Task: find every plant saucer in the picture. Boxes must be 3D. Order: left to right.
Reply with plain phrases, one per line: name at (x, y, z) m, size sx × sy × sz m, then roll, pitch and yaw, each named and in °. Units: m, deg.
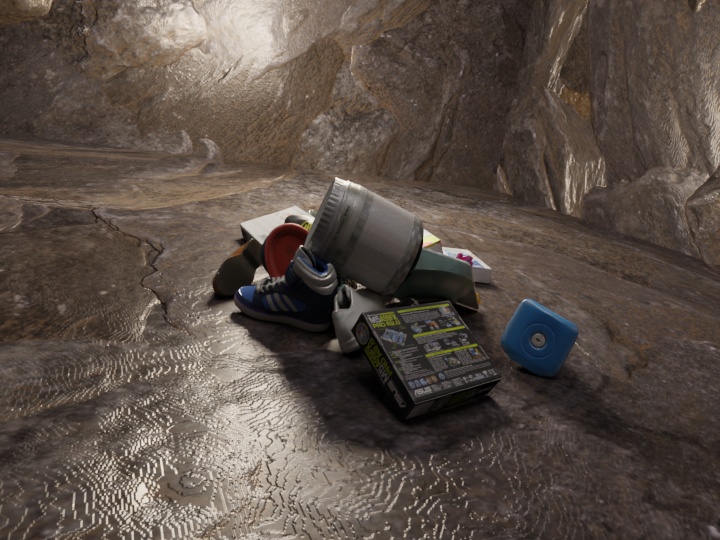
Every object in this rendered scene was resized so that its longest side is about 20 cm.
plant saucer at (0.141, 0.046, 1.133) m, size 0.194 × 0.040 × 0.202 m, roll 5°, pitch -18°, yaw 2°

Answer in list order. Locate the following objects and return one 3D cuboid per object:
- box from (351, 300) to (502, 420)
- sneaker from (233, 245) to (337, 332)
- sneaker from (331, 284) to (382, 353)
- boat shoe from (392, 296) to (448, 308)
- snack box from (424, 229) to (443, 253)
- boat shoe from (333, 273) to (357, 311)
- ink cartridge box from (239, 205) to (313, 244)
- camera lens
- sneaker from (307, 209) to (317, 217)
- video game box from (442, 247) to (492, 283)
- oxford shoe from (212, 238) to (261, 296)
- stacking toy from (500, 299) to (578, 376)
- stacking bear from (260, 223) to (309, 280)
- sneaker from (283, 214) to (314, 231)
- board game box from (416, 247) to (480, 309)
box at (0.103, 0.129, 0.825) m, size 0.196 × 0.045 × 0.162 m, roll -4°, pitch 48°, yaw -39°
sneaker at (-0.133, 0.016, 0.969) m, size 0.194 × 0.151 × 0.081 m, roll 15°, pitch 25°, yaw 12°
sneaker at (-0.012, 0.058, 0.965) m, size 0.074 × 0.090 × 0.201 m, roll -25°, pitch 16°, yaw 15°
boat shoe at (0.095, 0.084, 1.037) m, size 0.195 × 0.067 × 0.072 m, roll -3°, pitch 22°, yaw -34°
snack box at (0.122, -0.063, 1.460) m, size 0.139 × 0.054 × 0.200 m, roll -21°, pitch 23°, yaw -9°
boat shoe at (-0.036, 0.037, 1.101) m, size 0.088 × 0.073 × 0.201 m, roll 4°, pitch 17°, yaw -12°
ink cartridge box at (-0.210, -0.106, 1.420) m, size 0.170 × 0.045 × 0.199 m, roll -20°, pitch 28°, yaw -22°
camera lens at (0.009, -0.061, 1.005) m, size 0.196 × 0.163 × 0.160 m, roll 26°, pitch 14°, yaw -10°
sneaker at (-0.137, -0.077, 1.435) m, size 0.070 × 0.080 × 0.203 m, roll 36°, pitch 27°, yaw -25°
video game box at (0.243, -0.022, 1.506) m, size 0.193 × 0.048 × 0.182 m, roll 6°, pitch 16°, yaw -14°
oxford shoe at (-0.263, 0.005, 1.120) m, size 0.070 × 0.072 × 0.201 m, roll -25°, pitch 16°, yaw 21°
stacking toy at (0.338, 0.119, 1.036) m, size 0.114 × 0.112 × 0.199 m, roll 30°, pitch 10°, yaw 13°
stacking bear at (-0.158, -0.027, 1.133) m, size 0.120 × 0.116 × 0.200 m, roll -32°, pitch 3°, yaw -15°
sneaker at (-0.088, -0.080, 1.150) m, size 0.197 × 0.075 × 0.085 m, roll 27°, pitch -18°, yaw 24°
board game box at (0.168, 0.000, 1.198) m, size 0.196 × 0.026 × 0.201 m, roll 21°, pitch -23°, yaw 28°
